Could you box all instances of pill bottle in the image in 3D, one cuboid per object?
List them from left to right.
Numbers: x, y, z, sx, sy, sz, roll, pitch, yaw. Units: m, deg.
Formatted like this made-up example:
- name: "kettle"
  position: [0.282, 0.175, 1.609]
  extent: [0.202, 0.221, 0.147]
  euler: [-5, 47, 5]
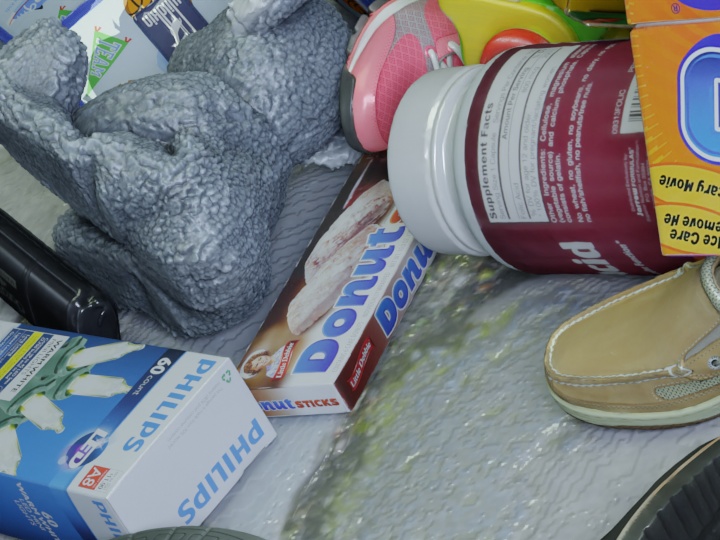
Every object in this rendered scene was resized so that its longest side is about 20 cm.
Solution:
- name: "pill bottle"
  position: [0.117, -0.055, 1.181]
  extent: [0.199, 0.114, 0.114]
  euler: [1, 43, 42]

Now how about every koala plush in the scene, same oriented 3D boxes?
- name: "koala plush"
  position: [-0.073, -0.080, 1.347]
  extent: [0.200, 0.178, 0.183]
  euler: [-43, 44, -19]

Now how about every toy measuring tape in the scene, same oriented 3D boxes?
- name: "toy measuring tape"
  position: [0.052, -0.128, 1.288]
  extent: [0.199, 0.074, 0.074]
  euler: [12, 44, 10]

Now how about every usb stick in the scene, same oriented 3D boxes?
- name: "usb stick"
  position: [-0.198, -0.001, 1.412]
  extent: [0.033, 0.056, 0.200]
  euler: [-29, 37, -23]

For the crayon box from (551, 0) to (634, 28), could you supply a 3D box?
- name: "crayon box"
  position: [0.150, -0.166, 1.238]
  extent: [0.126, 0.051, 0.200]
  euler: [2, 20, -13]

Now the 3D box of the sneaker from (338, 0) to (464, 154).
- name: "sneaker"
  position: [0.069, -0.128, 1.350]
  extent: [0.087, 0.074, 0.200]
  euler: [17, 43, 40]

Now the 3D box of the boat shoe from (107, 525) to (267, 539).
- name: "boat shoe"
  position: [-0.124, 0.170, 1.134]
  extent: [0.201, 0.065, 0.074]
  euler: [-15, 15, 15]

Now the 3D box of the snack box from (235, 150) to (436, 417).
- name: "snack box"
  position: [0.000, 0.000, 1.291]
  extent: [0.072, 0.024, 0.200]
  euler: [-5, 40, 34]

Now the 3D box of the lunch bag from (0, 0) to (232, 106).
- name: "lunch bag"
  position: [-0.134, -0.151, 1.536]
  extent: [0.170, 0.124, 0.200]
  euler: [-39, 46, -12]

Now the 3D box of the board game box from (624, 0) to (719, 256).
- name: "board game box"
  position: [0.247, -0.126, 1.021]
  extent: [0.199, 0.201, 0.199]
  euler: [0, 14, 40]

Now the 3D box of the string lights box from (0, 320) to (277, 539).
- name: "string lights box"
  position: [-0.150, 0.088, 1.263]
  extent: [0.199, 0.059, 0.103]
  euler: [6, 46, 45]

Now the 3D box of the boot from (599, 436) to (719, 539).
- name: "boot"
  position: [0.075, 0.135, 0.994]
  extent: [0.200, 0.078, 0.138]
  euler: [-46, 29, -25]

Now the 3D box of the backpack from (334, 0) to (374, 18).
- name: "backpack"
  position: [0.002, -0.249, 1.482]
  extent: [0.154, 0.191, 0.200]
  euler: [-43, 33, -7]

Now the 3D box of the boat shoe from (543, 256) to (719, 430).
- name: "boat shoe"
  position: [0.163, 0.015, 1.064]
  extent: [0.199, 0.076, 0.072]
  euler: [-17, 55, 25]
